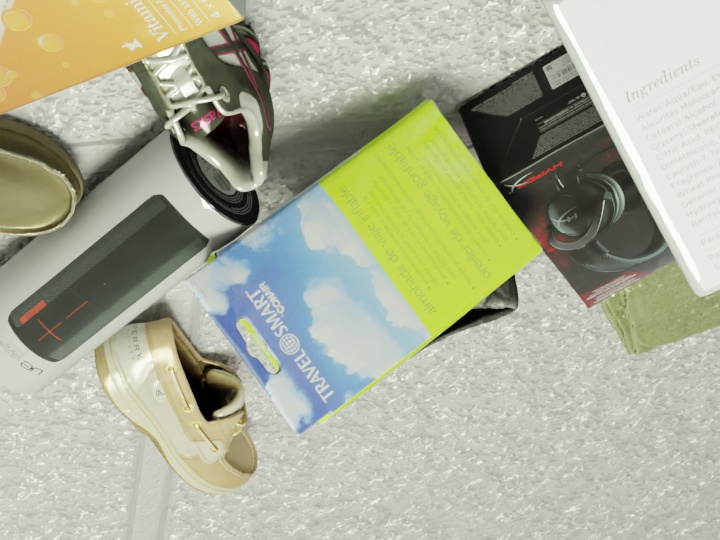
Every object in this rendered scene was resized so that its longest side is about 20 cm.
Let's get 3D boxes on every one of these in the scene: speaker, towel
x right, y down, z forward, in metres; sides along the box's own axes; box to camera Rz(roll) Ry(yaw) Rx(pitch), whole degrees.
[{"bbox_3d":[-0.161,-0.006,1.205,0.199,0.082,0.081,-36,141,22],"label":"speaker"},{"bbox_3d":[0.272,-0.012,1.438,0.199,0.037,0.149,-23,143,6],"label":"towel"}]

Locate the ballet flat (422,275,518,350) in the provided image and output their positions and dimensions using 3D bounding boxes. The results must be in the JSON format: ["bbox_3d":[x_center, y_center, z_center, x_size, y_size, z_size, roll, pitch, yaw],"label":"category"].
[{"bbox_3d":[0.026,0.049,1.382,0.199,0.057,0.066,-35,141,21],"label":"ballet flat"}]

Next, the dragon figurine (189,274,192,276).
[{"bbox_3d":[-0.017,-0.013,1.258,0.198,0.100,0.059,-10,131,-8],"label":"dragon figurine"}]

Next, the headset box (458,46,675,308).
[{"bbox_3d":[0.177,-0.070,1.283,0.148,0.078,0.200,-28,142,12],"label":"headset box"}]

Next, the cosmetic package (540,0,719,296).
[{"bbox_3d":[0.207,-0.131,1.077,0.164,0.165,0.201,-27,112,10],"label":"cosmetic package"}]

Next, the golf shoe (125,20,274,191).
[{"bbox_3d":[-0.099,-0.126,1.072,0.077,0.089,0.200,-27,142,13],"label":"golf shoe"}]

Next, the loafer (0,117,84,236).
[{"bbox_3d":[-0.247,-0.053,1.112,0.199,0.068,0.076,15,132,-38],"label":"loafer"}]

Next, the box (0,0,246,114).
[{"bbox_3d":[-0.168,-0.162,0.933,0.199,0.098,0.124,-18,139,23],"label":"box"}]

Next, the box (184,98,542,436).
[{"bbox_3d":[0.000,0.000,1.177,0.199,0.122,0.048,-37,177,-19],"label":"box"}]

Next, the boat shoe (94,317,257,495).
[{"bbox_3d":[-0.114,0.098,1.366,0.069,0.074,0.200,-22,144,14],"label":"boat shoe"}]
